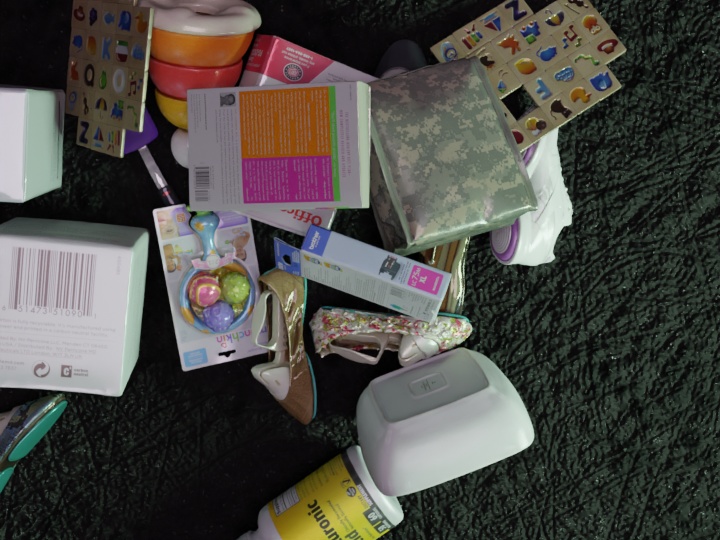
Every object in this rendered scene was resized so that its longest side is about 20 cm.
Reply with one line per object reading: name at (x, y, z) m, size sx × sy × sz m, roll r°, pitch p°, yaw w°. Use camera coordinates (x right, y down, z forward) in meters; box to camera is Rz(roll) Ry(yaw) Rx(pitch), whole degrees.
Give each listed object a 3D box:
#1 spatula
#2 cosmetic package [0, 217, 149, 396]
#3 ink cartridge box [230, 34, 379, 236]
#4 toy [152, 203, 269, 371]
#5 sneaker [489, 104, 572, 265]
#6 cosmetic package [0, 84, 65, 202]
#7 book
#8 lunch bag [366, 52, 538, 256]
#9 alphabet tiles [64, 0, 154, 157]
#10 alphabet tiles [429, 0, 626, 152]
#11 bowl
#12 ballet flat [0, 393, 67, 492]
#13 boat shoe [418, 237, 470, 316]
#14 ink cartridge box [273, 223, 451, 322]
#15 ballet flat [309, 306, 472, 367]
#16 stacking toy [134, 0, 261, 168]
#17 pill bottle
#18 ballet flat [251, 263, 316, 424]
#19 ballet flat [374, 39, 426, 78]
spatula at (-0.244, -0.114, 1.323) m, size 0.056 × 0.021 × 0.201 m, roll -28°, pitch 100°, yaw -2°
cosmetic package at (-0.333, 0.035, 1.245) m, size 0.164 × 0.200 × 0.166 m, roll 5°, pitch 97°, yaw -6°
ink cartridge box at (-0.080, -0.154, 1.284) m, size 0.144 × 0.084 × 0.201 m, roll 18°, pitch 96°, yaw -23°
toy at (-0.173, 0.015, 1.323) m, size 0.115 × 0.047 × 0.201 m, roll -12°, pitch 98°, yaw -15°
sneaker at (0.216, -0.103, 1.352) m, size 0.099 × 0.075 × 0.201 m, roll 8°, pitch 94°, yaw -31°
cosmetic package at (-0.444, -0.146, 1.209) m, size 0.198 × 0.200 × 0.123 m, roll 4°, pitch 98°, yaw -4°
book at (-0.090, -0.131, 1.185) m, size 0.199 × 0.048 × 0.134 m, roll 1°, pitch 93°, yaw 17°
lunch bag at (0.082, -0.132, 1.240) m, size 0.163 × 0.118 × 0.201 m, roll -17°, pitch 86°, yaw -13°
alphabet tiles at (-0.286, -0.234, 1.243) m, size 0.006 × 0.166 × 0.201 m, roll -3°, pitch 105°, yaw -43°
alphabet tiles at (0.210, -0.251, 1.318) m, size 0.200 × 0.008 × 0.167 m, roll -33°, pitch 79°, yaw -10°
bowl at (0.088, 0.163, 1.297) m, size 0.199 × 0.200 × 0.075 m, roll -19°, pitch 109°, yaw -3°
ballet flat at (-0.437, 0.215, 1.332) m, size 0.074 × 0.074 × 0.200 m, roll 37°, pitch 90°, yaw -9°
boat shoe at (0.093, -0.036, 1.338) m, size 0.074 × 0.076 × 0.201 m, roll 4°, pitch 97°, yaw -2°
ink cartridge box at (0.000, 0.000, 1.260) m, size 0.199 × 0.119 × 0.042 m, roll 18°, pitch 75°, yaw 3°
ballet flat at (0.034, 0.085, 1.339) m, size 0.199 × 0.076 × 0.064 m, roll 3°, pitch 60°, yaw 9°
stacking toy at (-0.194, -0.216, 1.279) m, size 0.145 × 0.146 × 0.201 m, roll 5°, pitch 117°, yaw -6°
pill bottle at (-0.056, 0.314, 1.355) m, size 0.200 × 0.111 × 0.111 m, roll -35°, pitch 100°, yaw 1°
ballet flat at (-0.098, 0.092, 1.334) m, size 0.072 × 0.068 × 0.201 m, roll -9°, pitch 101°, yaw -36°
ballet flat at (0.037, -0.177, 1.315) m, size 0.073 × 0.073 × 0.201 m, roll 16°, pitch 96°, yaw -7°
